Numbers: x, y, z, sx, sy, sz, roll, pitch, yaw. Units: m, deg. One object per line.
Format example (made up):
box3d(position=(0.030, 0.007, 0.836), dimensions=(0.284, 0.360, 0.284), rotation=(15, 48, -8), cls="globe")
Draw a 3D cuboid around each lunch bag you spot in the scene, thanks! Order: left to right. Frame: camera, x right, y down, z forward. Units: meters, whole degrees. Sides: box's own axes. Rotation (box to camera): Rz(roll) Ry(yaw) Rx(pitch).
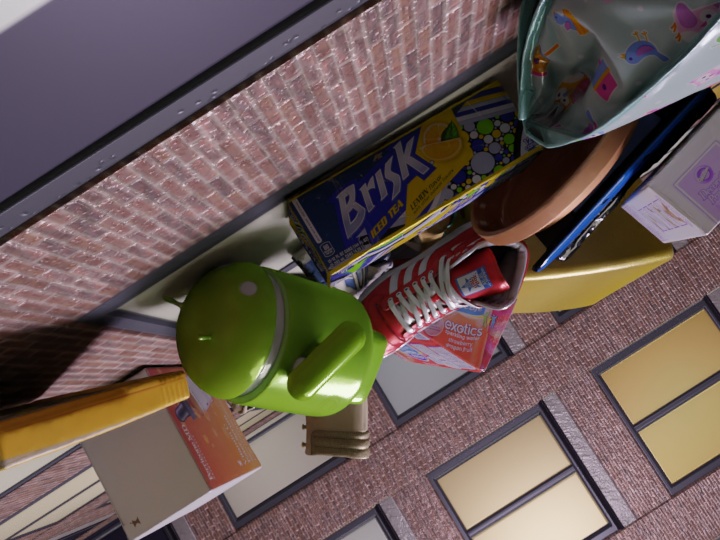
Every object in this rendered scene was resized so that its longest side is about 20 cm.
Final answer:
box3d(position=(0.197, -0.169, 0.498), dimensions=(0.170, 0.122, 0.200), rotation=(-29, 164, -24), cls="lunch bag")

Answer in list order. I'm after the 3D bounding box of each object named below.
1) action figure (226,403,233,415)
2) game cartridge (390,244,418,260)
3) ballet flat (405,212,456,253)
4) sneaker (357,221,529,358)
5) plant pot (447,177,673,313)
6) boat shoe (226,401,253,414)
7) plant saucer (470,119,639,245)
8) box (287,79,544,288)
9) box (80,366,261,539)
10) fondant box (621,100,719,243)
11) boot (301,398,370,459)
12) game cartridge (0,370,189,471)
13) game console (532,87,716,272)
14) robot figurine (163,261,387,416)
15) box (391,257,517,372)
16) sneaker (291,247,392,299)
box3d(position=(-0.282, 0.263, 1.184), dimensions=(0.200, 0.103, 0.119), rotation=(-40, 162, 29), cls="action figure")
box3d(position=(0.092, -0.030, 1.111), dimensions=(0.133, 0.041, 0.200), rotation=(-42, 167, 29), cls="game cartridge")
box3d(position=(0.067, -0.056, 0.869), dimensions=(0.062, 0.069, 0.200), rotation=(-4, 167, 2), cls="ballet flat")
box3d(position=(0.072, 0.025, 0.757), dimensions=(0.200, 0.071, 0.112), rotation=(-39, -164, -5), cls="sneaker")
box3d(position=(0.212, -0.053, 0.956), dimensions=(0.175, 0.201, 0.200), rotation=(-16, 166, -19), cls="plant pot")
box3d(position=(-0.127, 0.139, 1.155), dimensions=(0.200, 0.069, 0.075), rotation=(-38, 169, 31), cls="boat shoe")
box3d(position=(0.171, -0.105, 0.689), dimensions=(0.201, 0.032, 0.201), rotation=(-50, -164, 20), cls="plant saucer")
box3d(position=(0.042, -0.069, 0.645), dimensions=(0.199, 0.070, 0.064), rotation=(-31, 172, -9), cls="box")
box3d(position=(-0.219, 0.203, 0.928), dimensions=(0.106, 0.153, 0.200), rotation=(-32, 171, 3), cls="box")
box3d(position=(0.290, -0.094, 0.644), dimensions=(0.144, 0.058, 0.200), rotation=(-48, 170, 9), cls="fondant box")
box3d(position=(-0.060, 0.147, 0.982), dimensions=(0.199, 0.157, 0.072), rotation=(1, 179, 42), cls="boot")
box3d(position=(-0.251, 0.116, 0.599), dimensions=(0.175, 0.033, 0.200), rotation=(-14, 180, 24), cls="game cartridge")
box3d(position=(0.202, -0.112, 0.706), dimensions=(0.118, 0.171, 0.200), rotation=(19, 119, -44), cls="game console")
box3d(position=(-0.070, 0.061, 0.685), dimensions=(0.199, 0.175, 0.116), rotation=(19, 98, -40), cls="robot figurine")
box3d(position=(0.078, 0.050, 0.936), dimensions=(0.095, 0.102, 0.200), rotation=(-61, -163, -13), cls="box")
box3d(position=(0.000, 0.000, 0.836), dimensions=(0.085, 0.077, 0.200), rotation=(-41, 166, 1), cls="sneaker")
